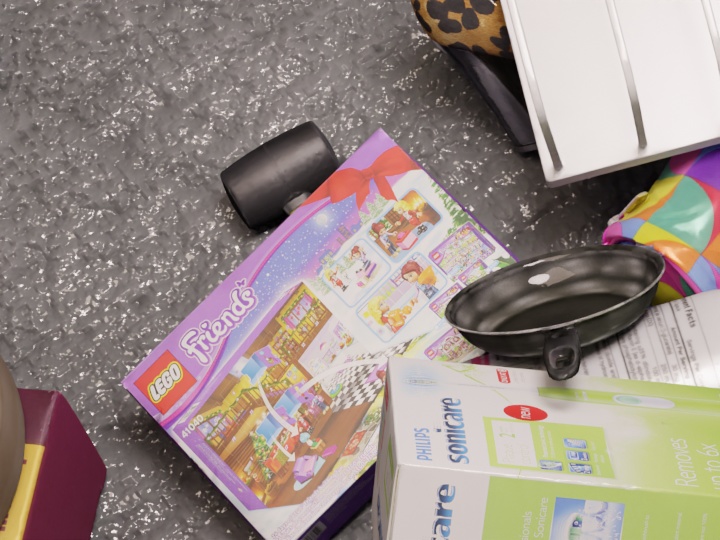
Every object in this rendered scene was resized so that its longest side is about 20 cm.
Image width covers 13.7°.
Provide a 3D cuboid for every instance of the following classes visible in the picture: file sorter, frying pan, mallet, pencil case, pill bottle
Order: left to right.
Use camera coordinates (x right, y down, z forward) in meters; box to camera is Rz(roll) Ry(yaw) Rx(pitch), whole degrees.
[{"bbox_3d":[0.000,0.000,1.648,0.066,0.041,0.200,-37,64,-5],"label":"mallet"},{"bbox_3d":[0.112,0.023,1.473,0.114,0.031,0.190,-20,18,-15],"label":"frying pan"},{"bbox_3d":[0.155,0.075,1.520,0.199,0.114,0.114,-16,59,4],"label":"pill bottle"},{"bbox_3d":[0.171,-0.146,1.517,0.199,0.125,0.140,-15,77,4],"label":"file sorter"},{"bbox_3d":[0.207,-0.058,1.602,0.088,0.089,0.200,31,70,26],"label":"pencil case"}]

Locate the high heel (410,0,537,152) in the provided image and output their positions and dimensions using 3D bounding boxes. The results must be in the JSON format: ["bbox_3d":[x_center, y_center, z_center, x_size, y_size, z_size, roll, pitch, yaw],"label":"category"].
[{"bbox_3d":[0.126,-0.151,1.603,0.199,0.143,0.072,-22,29,29],"label":"high heel"}]

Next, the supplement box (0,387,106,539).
[{"bbox_3d":[-0.251,0.136,1.589,0.199,0.103,0.132,3,60,14],"label":"supplement box"}]

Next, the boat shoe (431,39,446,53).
[{"bbox_3d":[0.135,-0.160,1.678,0.199,0.072,0.066,-14,30,-3],"label":"boat shoe"}]

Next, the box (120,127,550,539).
[{"bbox_3d":[-0.011,0.041,1.597,0.200,0.039,0.137,-44,68,-2],"label":"box"}]

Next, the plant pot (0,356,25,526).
[{"bbox_3d":[-0.285,0.060,1.478,0.199,0.174,0.201,-6,60,11],"label":"plant pot"}]

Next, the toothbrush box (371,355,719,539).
[{"bbox_3d":[0.108,0.111,1.395,0.199,0.087,0.146,5,18,-2],"label":"toothbrush box"}]
